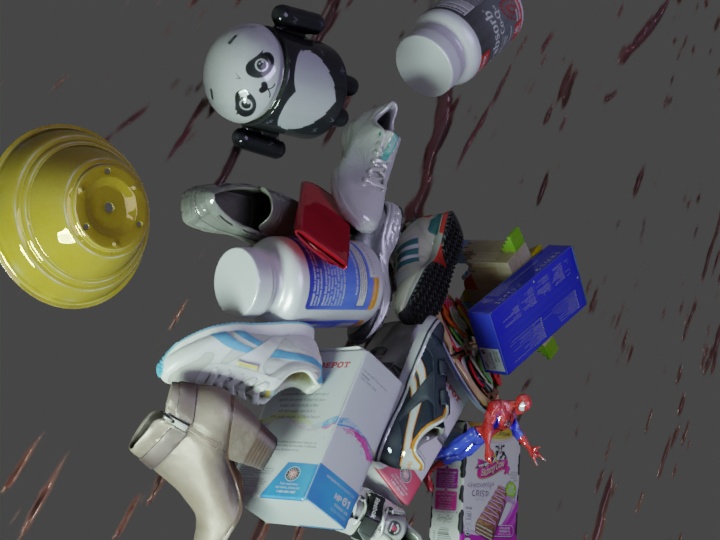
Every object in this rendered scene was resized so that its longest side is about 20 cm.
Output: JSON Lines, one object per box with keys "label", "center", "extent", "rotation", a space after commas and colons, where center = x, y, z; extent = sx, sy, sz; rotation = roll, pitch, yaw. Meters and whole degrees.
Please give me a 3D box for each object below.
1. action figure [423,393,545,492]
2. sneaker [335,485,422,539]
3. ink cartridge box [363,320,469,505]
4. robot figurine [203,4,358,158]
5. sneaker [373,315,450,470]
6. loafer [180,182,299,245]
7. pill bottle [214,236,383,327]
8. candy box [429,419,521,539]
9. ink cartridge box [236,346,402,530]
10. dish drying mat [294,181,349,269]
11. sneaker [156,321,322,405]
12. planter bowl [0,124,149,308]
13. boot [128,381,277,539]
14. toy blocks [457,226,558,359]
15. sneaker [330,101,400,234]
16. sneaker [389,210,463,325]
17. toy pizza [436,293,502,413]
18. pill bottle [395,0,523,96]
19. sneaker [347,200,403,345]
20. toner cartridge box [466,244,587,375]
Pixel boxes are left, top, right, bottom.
{"label": "action figure", "center": [0.161, 0.246, 1.580], "extent": [0.065, 0.200, 0.099], "rotation": [24, 29, -50]}
{"label": "sneaker", "center": [0.011, 0.307, 1.494], "extent": [0.200, 0.088, 0.074], "rotation": [40, 61, -44]}
{"label": "ink cartridge box", "center": [0.046, 0.185, 1.566], "extent": [0.146, 0.085, 0.200], "rotation": [55, 53, -26]}
{"label": "robot figurine", "center": [-0.095, -0.228, 1.443], "extent": [0.199, 0.124, 0.151], "rotation": [8, 67, -45]}
{"label": "sneaker", "center": [0.079, 0.157, 1.476], "extent": [0.079, 0.079, 0.201], "rotation": [86, 26, -67]}
{"label": "loafer", "center": [-0.124, -0.067, 1.433], "extent": [0.199, 0.070, 0.070], "rotation": [4, 79, -46]}
{"label": "pill bottle", "center": [-0.076, 0.015, 1.444], "extent": [0.199, 0.112, 0.113], "rotation": [2, 83, -45]}
{"label": "candy box", "center": [0.164, 0.318, 1.684], "extent": [0.136, 0.061, 0.201], "rotation": [14, 75, -46]}
{"label": "ink cartridge box", "center": [-0.054, 0.198, 1.419], "extent": [0.085, 0.144, 0.201], "rotation": [42, 58, -34]}
{"label": "dish drying mat", "center": [-0.046, -0.058, 1.450], "extent": [0.077, 0.018, 0.200], "rotation": [37, 17, -13]}
{"label": "sneaker", "center": [-0.134, 0.110, 1.362], "extent": [0.199, 0.077, 0.081], "rotation": [-5, 61, -26]}
{"label": "planter bowl", "center": [-0.287, -0.063, 1.259], "extent": [0.200, 0.083, 0.202], "rotation": [8, 79, -45]}
{"label": "boot", "center": [-0.191, 0.223, 1.329], "extent": [0.146, 0.070, 0.201], "rotation": [27, 93, -18]}
{"label": "toy blocks", "center": [0.198, 0.031, 1.710], "extent": [0.100, 0.136, 0.201], "rotation": [-47, 122, -33]}
{"label": "sneaker", "center": [0.016, -0.141, 1.532], "extent": [0.075, 0.088, 0.201], "rotation": [31, 44, -32]}
{"label": "sneaker", "center": [0.070, -0.001, 1.603], "extent": [0.071, 0.093, 0.200], "rotation": [61, 39, -36]}
{"label": "toy pizza", "center": [0.150, 0.106, 1.646], "extent": [0.201, 0.032, 0.201], "rotation": [55, 17, -25]}
{"label": "pill bottle", "center": [0.142, -0.337, 1.704], "extent": [0.200, 0.115, 0.116], "rotation": [-46, 116, -38]}
{"label": "sneaker", "center": [0.000, 0.000, 1.561], "extent": [0.079, 0.074, 0.201], "rotation": [15, 72, -26]}
{"label": "toner cartridge box", "center": [0.230, 0.051, 1.616], "extent": [0.200, 0.043, 0.096], "rotation": [-35, 117, -38]}
